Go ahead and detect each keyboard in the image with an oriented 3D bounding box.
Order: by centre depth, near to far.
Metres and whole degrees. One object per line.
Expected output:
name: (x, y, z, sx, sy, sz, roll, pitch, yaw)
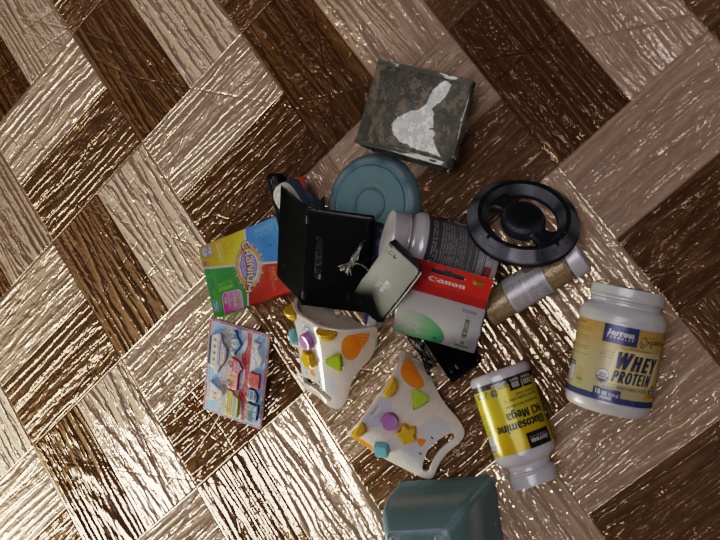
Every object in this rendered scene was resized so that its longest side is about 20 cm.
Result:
keyboard: (0.028, 0.006, 1.454, 0.127, 0.021, 0.201, 42, 143, 5)
keyboard: (0.135, 0.115, 1.571, 0.103, 0.040, 0.202, -31, 74, -5)

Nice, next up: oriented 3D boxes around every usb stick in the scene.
usb stick: (-0.147, -0.098, 1.678, 0.032, 0.055, 0.205, -18, 82, 21)

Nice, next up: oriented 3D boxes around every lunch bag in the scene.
lunch bag: (0.111, -0.283, 1.540, 0.196, 0.117, 0.168, 19, 95, 27)

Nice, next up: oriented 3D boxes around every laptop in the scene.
laptop: (-0.071, -0.042, 1.573, 0.195, 0.116, 0.192, 7, 113, 5)

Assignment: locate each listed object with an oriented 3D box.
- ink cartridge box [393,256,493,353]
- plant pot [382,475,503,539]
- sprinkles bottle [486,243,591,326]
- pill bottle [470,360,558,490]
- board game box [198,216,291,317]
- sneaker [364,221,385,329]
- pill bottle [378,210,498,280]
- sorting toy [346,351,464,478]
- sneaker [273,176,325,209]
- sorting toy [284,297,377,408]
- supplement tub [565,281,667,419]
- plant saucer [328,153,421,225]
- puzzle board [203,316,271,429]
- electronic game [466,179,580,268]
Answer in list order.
ink cartridge box: (0.142, 0.064, 1.461, 0.157, 0.201, 0.051, 15, 61, 8)
plant pot: (0.134, 0.488, 1.459, 0.192, 0.199, 0.201, -10, 87, 22)
sprinkles bottle: (0.306, 0.021, 1.473, 0.198, 0.068, 0.069, -33, 76, 19)
pill bottle: (0.273, 0.271, 1.456, 0.110, 0.112, 0.205, -22, 81, 21)
board game box: (-0.229, -0.005, 1.719, 0.196, 0.040, 0.157, -20, 81, 22)
sneaker: (0.000, 0.000, 1.589, 0.144, 0.080, 0.205, 22, 113, 23)
pill bottle: (0.138, -0.037, 1.477, 0.195, 0.114, 0.117, 14, 94, -12)
sorting toy: (0.093, 0.293, 1.556, 0.178, 0.107, 0.202, 36, 102, 0)
sneaker: (-0.089, -0.095, 1.650, 0.074, 0.084, 0.203, -15, 106, 48)
sorting toy: (-0.072, 0.163, 1.599, 0.198, 0.105, 0.184, 26, 123, 41)
supplement tub: (0.424, 0.129, 1.378, 0.141, 0.144, 0.205, 11, 93, 23)
plant saucer: (0.022, -0.128, 1.623, 0.195, 0.027, 0.206, -1, 89, 23)
puzzle board: (-0.258, 0.212, 1.717, 0.147, 0.017, 0.205, 13, 104, 23)
electronic game: (0.282, -0.084, 1.445, 0.194, 0.042, 0.203, -1, 49, 1)
